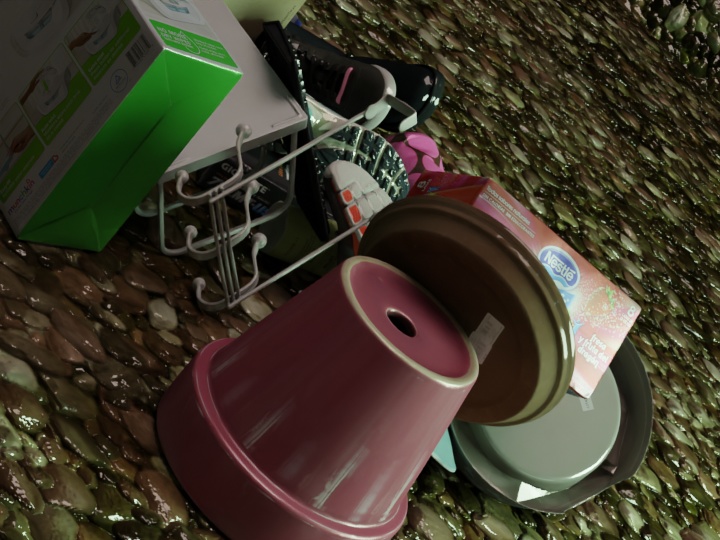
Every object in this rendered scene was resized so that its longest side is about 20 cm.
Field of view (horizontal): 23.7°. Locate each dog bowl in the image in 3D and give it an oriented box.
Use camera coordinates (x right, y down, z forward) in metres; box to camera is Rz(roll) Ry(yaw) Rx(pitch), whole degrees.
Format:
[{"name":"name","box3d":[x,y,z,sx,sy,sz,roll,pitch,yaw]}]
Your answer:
[{"name":"dog bowl","box3d":[0.158,0.120,1.516,0.200,0.059,0.200,6,73,-19]}]

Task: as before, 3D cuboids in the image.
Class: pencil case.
[{"name":"pencil case","box3d":[0.089,-0.063,1.835,0.094,0.091,0.200,-16,55,-27]}]

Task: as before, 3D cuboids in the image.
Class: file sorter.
[{"name":"file sorter","box3d":[-0.157,-0.135,1.469,0.139,0.125,0.200,-22,59,-21]}]

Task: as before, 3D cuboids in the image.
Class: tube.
[{"name":"tube","box3d":[-0.002,-0.010,1.614,0.200,0.058,0.052,22,71,-32]}]

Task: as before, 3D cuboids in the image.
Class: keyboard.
[{"name":"keyboard","box3d":[-0.058,-0.130,1.498,0.127,0.021,0.200,-121,-163,-47]}]

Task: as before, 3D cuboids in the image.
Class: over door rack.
[{"name":"over door rack","box3d":[-0.054,-0.060,1.398,0.067,0.200,0.148,58,-17,35]}]

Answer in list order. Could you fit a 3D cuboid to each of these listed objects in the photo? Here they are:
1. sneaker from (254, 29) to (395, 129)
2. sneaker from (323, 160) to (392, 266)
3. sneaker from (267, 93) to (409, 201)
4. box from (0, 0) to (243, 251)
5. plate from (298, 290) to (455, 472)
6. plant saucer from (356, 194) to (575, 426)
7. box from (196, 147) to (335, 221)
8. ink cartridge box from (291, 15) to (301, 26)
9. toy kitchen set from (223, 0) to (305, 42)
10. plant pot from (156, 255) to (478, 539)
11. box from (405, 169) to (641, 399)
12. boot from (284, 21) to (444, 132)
[{"name":"sneaker","box3d":[-0.046,-0.190,1.689,0.099,0.071,0.200,21,4,-32]},{"name":"sneaker","box3d":[0.000,0.000,1.544,0.077,0.082,0.200,-10,75,-55]},{"name":"sneaker","box3d":[-0.036,-0.130,1.648,0.200,0.078,0.086,36,13,-20]},{"name":"box","box3d":[-0.220,-0.148,1.343,0.097,0.200,0.176,12,36,-52]},{"name":"plate","box3d":[0.021,0.086,1.440,0.200,0.026,0.200,49,3,-3]},{"name":"plant saucer","box3d":[0.071,0.037,1.297,0.200,0.200,0.029,45,49,8]},{"name":"box","box3d":[-0.069,-0.100,1.697,0.198,0.050,0.200,33,23,-22]},{"name":"ink cartridge box","box3d":[-0.129,-0.321,1.907,0.119,0.042,0.200,43,-5,15]},{"name":"toy kitchen set","box3d":[-0.171,-0.316,1.723,0.180,0.200,0.163,50,23,21]},{"name":"plant pot","box3d":[-0.018,0.096,1.251,0.200,0.179,0.200,35,23,-18]},{"name":"box","box3d":[0.120,0.011,1.405,0.200,0.095,0.100,38,-12,-29]},{"name":"boot","box3d":[-0.029,-0.216,1.851,0.168,0.076,0.200,24,-9,-37]}]
